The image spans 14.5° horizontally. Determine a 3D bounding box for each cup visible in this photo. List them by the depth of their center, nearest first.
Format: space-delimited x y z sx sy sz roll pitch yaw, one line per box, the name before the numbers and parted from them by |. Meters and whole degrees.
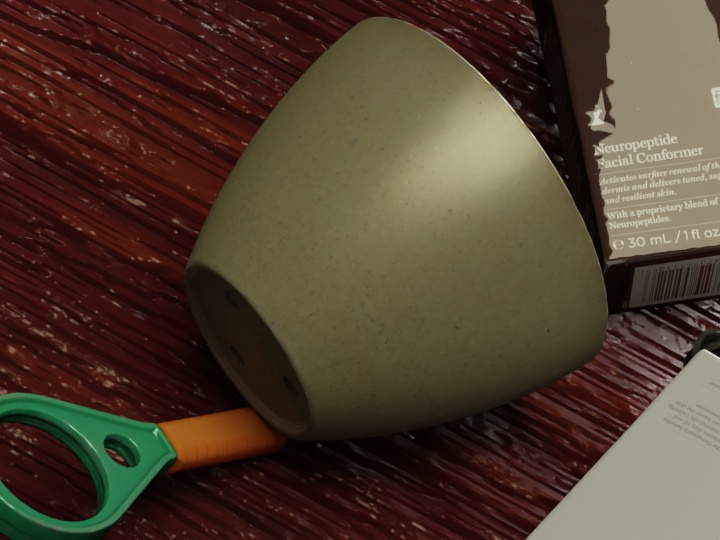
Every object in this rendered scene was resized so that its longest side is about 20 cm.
cup | 0.000 0.000 1.359 0.143 0.201 0.200 -34 70 -20

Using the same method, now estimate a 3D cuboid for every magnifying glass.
magnifying glass | -0.107 0.085 1.312 0.199 0.022 0.080 -6 53 -51

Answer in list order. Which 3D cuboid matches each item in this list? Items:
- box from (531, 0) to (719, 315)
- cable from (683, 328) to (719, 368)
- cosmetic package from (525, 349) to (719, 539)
box | 0.157 -0.085 1.499 0.099 0.075 0.201 -9 65 -4
cable | 0.219 0.110 1.422 0.096 0.050 0.201 1 57 -9
cosmetic package | 0.143 0.145 1.324 0.107 0.085 0.200 32 61 29
